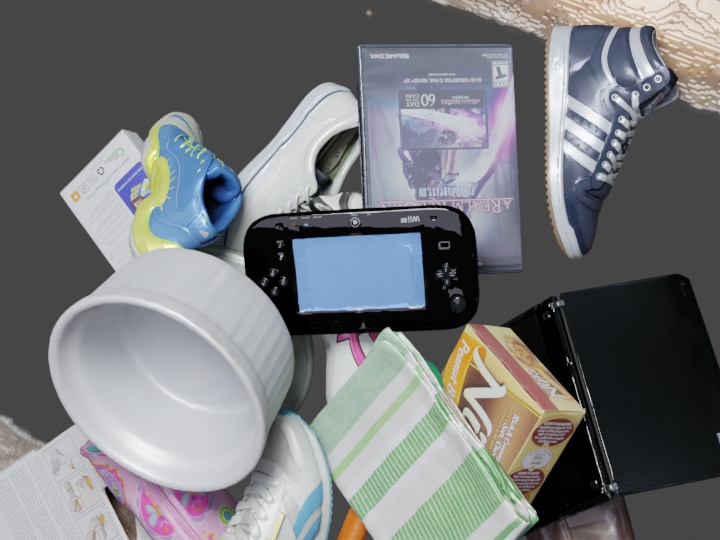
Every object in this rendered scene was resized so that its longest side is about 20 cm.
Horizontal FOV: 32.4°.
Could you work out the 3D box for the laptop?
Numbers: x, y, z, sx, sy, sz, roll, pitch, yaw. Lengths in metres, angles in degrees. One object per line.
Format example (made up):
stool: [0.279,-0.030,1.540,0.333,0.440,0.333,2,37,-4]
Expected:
laptop: [0.198,0.117,1.055,0.199,0.103,0.179,-34,58,39]

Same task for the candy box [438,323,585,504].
candy box: [0.094,0.160,1.043,0.116,0.055,0.201,50,122,43]

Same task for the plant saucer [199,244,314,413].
plant saucer: [-0.142,0.078,1.143,0.198,0.050,0.202,5,109,13]

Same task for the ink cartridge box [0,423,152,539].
ink cartridge box: [-0.270,0.263,1.217,0.175,0.045,0.201,-32,80,16]

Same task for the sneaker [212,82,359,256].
sneaker: [-0.062,-0.077,1.129,0.071,0.073,0.201,42,102,41]

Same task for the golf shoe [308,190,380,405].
golf shoe: [-0.018,0.030,1.109,0.091,0.073,0.203,7,87,-14]

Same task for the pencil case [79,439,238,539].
pencil case: [-0.169,0.214,1.145,0.087,0.087,0.201,-38,91,14]

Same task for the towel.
towel: [0.042,0.168,1.022,0.201,0.023,0.153,53,124,25]

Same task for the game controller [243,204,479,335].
game controller: [0.000,0.000,1.039,0.198,0.042,0.105,-3,110,9]

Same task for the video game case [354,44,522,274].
video game case: [0.069,-0.097,1.087,0.141,0.019,0.203,-2,88,-12]

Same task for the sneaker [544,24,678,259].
sneaker: [0.214,-0.112,1.047,0.107,0.070,0.203,-2,86,20]

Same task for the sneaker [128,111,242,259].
sneaker: [-0.145,-0.081,1.123,0.104,0.076,0.201,-24,44,25]

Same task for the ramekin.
ramekin: [-0.152,0.079,1.042,0.198,0.098,0.202,12,127,17]

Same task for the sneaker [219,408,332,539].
sneaker: [-0.077,0.222,1.078,0.076,0.080,0.203,3,91,53]

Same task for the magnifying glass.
magnifying glass: [0.021,0.168,1.081,0.080,0.022,0.202,46,118,52]

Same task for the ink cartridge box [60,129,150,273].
ink cartridge box: [-0.200,-0.030,1.202,0.095,0.037,0.201,-41,76,14]

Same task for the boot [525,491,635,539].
boot: [0.172,0.298,1.063,0.185,0.064,0.202,-26,78,17]
